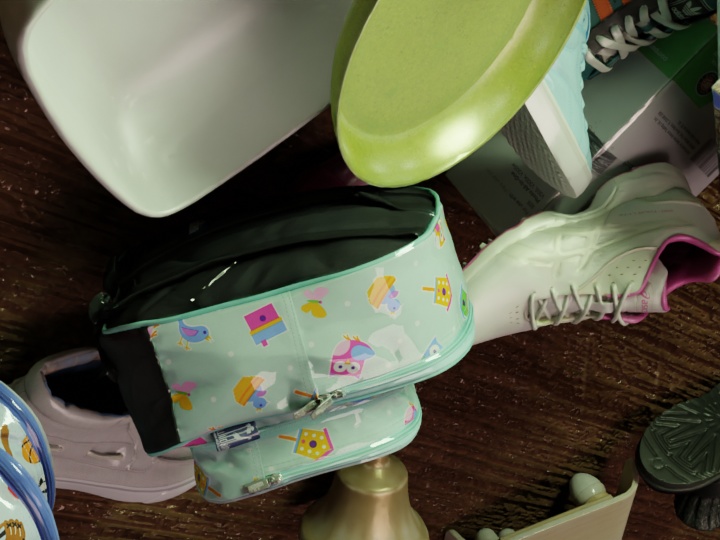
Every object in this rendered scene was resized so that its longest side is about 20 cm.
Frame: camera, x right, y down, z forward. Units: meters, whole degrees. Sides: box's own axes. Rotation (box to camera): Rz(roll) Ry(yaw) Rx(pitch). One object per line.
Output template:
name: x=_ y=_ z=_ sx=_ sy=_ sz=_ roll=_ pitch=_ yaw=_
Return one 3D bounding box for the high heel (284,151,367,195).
high heel: x=0.000 y=0.000 z=1.185 sx=0.096 sy=0.067 sz=0.200 roll=-42 pitch=135 yaw=-17

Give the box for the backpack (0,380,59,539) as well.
backpack: x=-0.248 y=0.133 z=0.973 sx=0.154 sy=0.190 sz=0.200 roll=-42 pitch=153 yaw=-29

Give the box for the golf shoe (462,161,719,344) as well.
golf shoe: x=0.146 y=0.003 z=1.164 sx=0.200 sy=0.092 sz=0.075 roll=-28 pitch=143 yaw=-12

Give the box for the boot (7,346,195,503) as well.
boot: x=-0.144 y=0.095 z=1.127 sx=0.200 sy=0.074 sz=0.096 roll=5 pitch=148 yaw=-48

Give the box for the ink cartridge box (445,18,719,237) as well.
ink cartridge box: x=0.176 y=-0.089 z=1.245 sx=0.200 sy=0.084 sz=0.146 roll=-45 pitch=147 yaw=9

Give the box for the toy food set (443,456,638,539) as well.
toy food set: x=0.166 y=0.255 z=1.703 sx=0.200 sy=0.060 sz=0.144 roll=-18 pitch=143 yaw=-19

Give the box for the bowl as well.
bowl: x=-0.083 y=-0.141 z=0.915 sx=0.200 sy=0.075 sz=0.200 roll=-38 pitch=149 yaw=-5

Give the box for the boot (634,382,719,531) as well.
boot: x=0.327 y=0.196 z=1.751 sx=0.211 sy=0.079 sz=0.158 roll=-25 pitch=146 yaw=-37

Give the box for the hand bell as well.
hand bell: x=0.012 y=0.125 z=1.363 sx=0.104 sy=0.104 sz=0.200 roll=-17 pitch=129 yaw=-33

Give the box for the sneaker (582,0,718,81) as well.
sneaker: x=0.181 y=-0.176 z=1.141 sx=0.200 sy=0.080 sz=0.071 roll=-50 pitch=149 yaw=13

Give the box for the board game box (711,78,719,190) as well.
board game box: x=0.310 y=-0.088 z=1.125 sx=0.159 sy=0.097 sz=0.200 roll=-45 pitch=151 yaw=-13

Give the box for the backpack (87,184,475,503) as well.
backpack: x=-0.032 y=0.032 z=1.024 sx=0.200 sy=0.153 sz=0.176 roll=-23 pitch=-167 yaw=4

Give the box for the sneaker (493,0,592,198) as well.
sneaker: x=0.117 y=-0.132 z=1.104 sx=0.082 sy=0.074 sz=0.200 roll=-37 pitch=131 yaw=-9

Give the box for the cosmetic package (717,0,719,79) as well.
cosmetic package: x=0.259 y=-0.183 z=1.099 sx=0.083 sy=0.051 sz=0.200 roll=-45 pitch=150 yaw=-17

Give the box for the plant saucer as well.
plant saucer: x=0.052 y=-0.136 z=0.973 sx=0.200 sy=0.031 sz=0.200 roll=-36 pitch=149 yaw=-25
